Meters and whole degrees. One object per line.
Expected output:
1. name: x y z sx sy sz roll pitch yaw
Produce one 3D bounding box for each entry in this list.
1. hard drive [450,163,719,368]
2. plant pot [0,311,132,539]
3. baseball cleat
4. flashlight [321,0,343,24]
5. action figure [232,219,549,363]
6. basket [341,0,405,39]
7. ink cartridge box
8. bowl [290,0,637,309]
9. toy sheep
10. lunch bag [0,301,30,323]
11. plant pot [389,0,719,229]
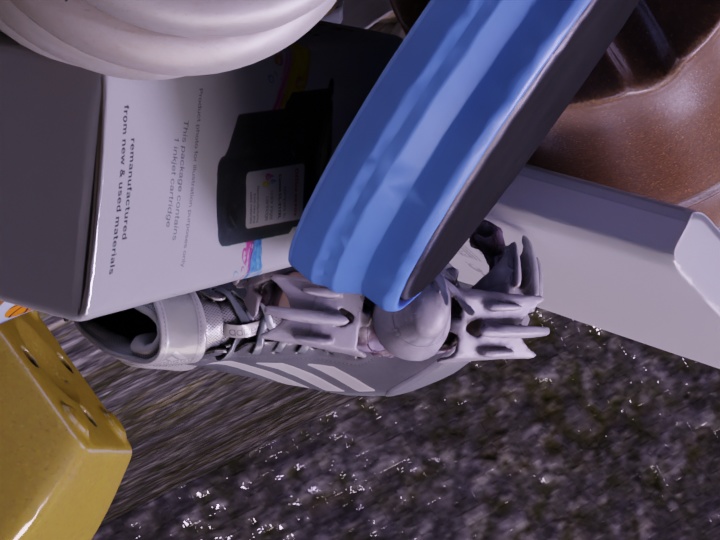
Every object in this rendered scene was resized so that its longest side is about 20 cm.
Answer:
1. hard drive: 0.084 -0.010 1.013 0.132 0.200 0.027 41 74 -47
2. plant pot: -0.233 0.104 1.206 0.200 0.196 0.194 -36 172 3
3. baseball cleat: -0.045 0.030 1.133 0.200 0.070 0.106 -1 -176 23
4. flashlight: -0.025 -0.141 0.837 0.068 0.068 0.200 -63 178 -4
5. action figure: 0.000 0.000 0.971 0.130 0.069 0.200 16 -178 -18
6. basket: -0.003 -0.053 1.233 0.200 0.123 0.136 -33 171 29
7. ink cartridge box: -0.095 -0.050 0.832 0.146 0.083 0.200 13 -166 26
8. bowl: 0.051 -0.072 0.790 0.201 0.039 0.201 -54 174 -8
9. toy sheep: -0.050 -0.116 0.650 0.138 0.138 0.200 -25 175 -28
10. lunch bag: -0.138 -0.037 1.044 0.200 0.076 0.160 -27 170 -22
11. plant pot: 0.102 -0.119 1.005 0.200 0.200 0.198 -30 164 6
